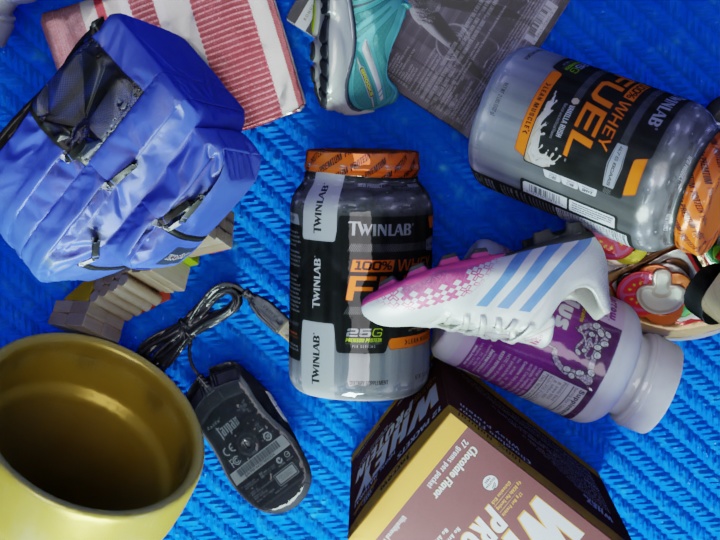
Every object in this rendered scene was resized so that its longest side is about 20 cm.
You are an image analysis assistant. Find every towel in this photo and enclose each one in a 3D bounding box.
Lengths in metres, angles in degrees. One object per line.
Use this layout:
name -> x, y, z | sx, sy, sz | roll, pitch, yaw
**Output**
towel -> -0.159, -0.178, 1.050 | 0.198, 0.023, 0.146 | -17, 100, 3

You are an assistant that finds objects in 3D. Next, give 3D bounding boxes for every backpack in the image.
backpack -> -0.194, -0.076, 0.962 | 0.200, 0.162, 0.168 | -43, 77, 12

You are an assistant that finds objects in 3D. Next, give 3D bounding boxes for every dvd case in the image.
dvd case -> 0.058, -0.224, 1.040 | 0.199, 0.016, 0.150 | 32, 100, -5

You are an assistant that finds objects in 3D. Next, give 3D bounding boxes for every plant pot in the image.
plant pot -> -0.256, 0.188, 1.037 | 0.199, 0.201, 0.190 | 29, 121, -5

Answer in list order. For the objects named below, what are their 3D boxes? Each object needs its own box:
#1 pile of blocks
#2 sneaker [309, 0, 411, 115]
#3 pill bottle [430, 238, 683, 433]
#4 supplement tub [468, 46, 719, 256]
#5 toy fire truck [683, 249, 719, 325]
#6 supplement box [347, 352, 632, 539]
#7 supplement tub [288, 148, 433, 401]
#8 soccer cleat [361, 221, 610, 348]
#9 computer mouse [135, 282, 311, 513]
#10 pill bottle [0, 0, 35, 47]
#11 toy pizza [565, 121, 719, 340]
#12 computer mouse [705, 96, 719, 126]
pile of blocks -> -0.183, -0.006, 1.072 | 0.199, 0.083, 0.062 | -34, 142, 16
sneaker -> 0.002, -0.230, 1.007 | 0.079, 0.077, 0.202 | -3, 107, -18
pill bottle -> 0.168, 0.061, 1.044 | 0.198, 0.112, 0.113 | 24, 100, -4
supplement tub -> 0.196, -0.093, 0.974 | 0.199, 0.122, 0.124 | 24, 102, 26
toy fire truck -> 0.393, -0.002, 0.987 | 0.175, 0.129, 0.201 | 25, 102, -42
supplement box -> 0.103, 0.197, 1.026 | 0.197, 0.200, 0.133 | 38, 99, -6
supplement tub -> 0.000, 0.000, 1.027 | 0.121, 0.123, 0.203 | 1, 98, 1
soccer cleat -> 0.102, 0.025, 0.948 | 0.198, 0.070, 0.087 | -15, 83, -7
computer mouse -> -0.094, 0.107, 1.094 | 0.140, 0.046, 0.200 | -43, 87, 11
pill bottle -> -0.287, -0.289, 0.985 | 0.111, 0.112, 0.202 | 26, 101, -4
toy pizza -> 0.275, -0.029, 1.049 | 0.198, 0.032, 0.203 | 2, 110, 5
computer mouse -> 0.352, -0.065, 1.063 | 0.058, 0.034, 0.201 | -25, 106, 14
